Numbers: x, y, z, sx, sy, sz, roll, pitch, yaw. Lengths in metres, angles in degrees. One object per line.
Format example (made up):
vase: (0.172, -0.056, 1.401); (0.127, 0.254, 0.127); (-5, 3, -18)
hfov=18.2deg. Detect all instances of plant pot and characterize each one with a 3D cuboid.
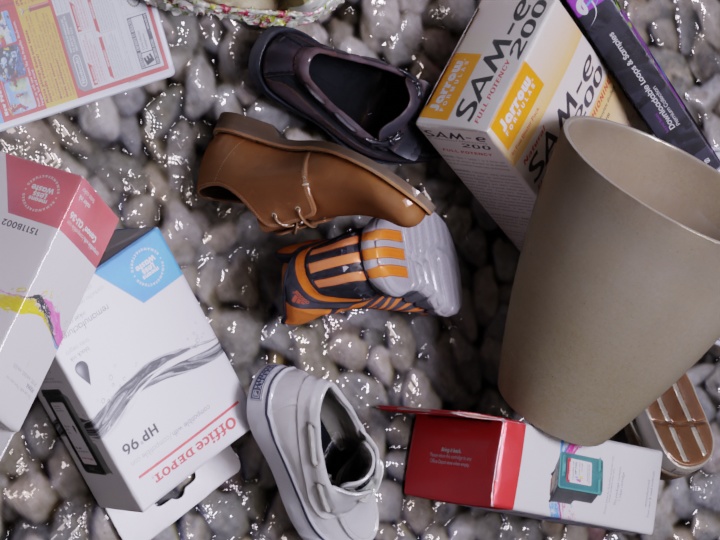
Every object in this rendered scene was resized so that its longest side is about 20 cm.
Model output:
plant pot: (0.186, 0.022, 1.642); (0.186, 0.188, 0.201); (13, 114, -33)

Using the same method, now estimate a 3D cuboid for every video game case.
video game case: (-0.230, -0.176, 1.535); (0.199, 0.017, 0.144); (-22, 101, -33)

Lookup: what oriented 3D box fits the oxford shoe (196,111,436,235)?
oxford shoe: (-0.033, -0.052, 1.567); (0.071, 0.199, 0.072); (41, 71, -48)

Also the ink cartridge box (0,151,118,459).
ink cartridge box: (-0.254, 0.025, 1.447); (0.201, 0.116, 0.068); (-67, 155, -17)

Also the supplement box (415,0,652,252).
supplement box: (0.140, -0.102, 1.717); (0.200, 0.073, 0.127); (46, 64, -44)

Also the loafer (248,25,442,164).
loafer: (0.008, -0.122, 1.656); (0.199, 0.063, 0.072); (21, 86, -39)

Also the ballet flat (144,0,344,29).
ballet flat: (-0.069, -0.206, 1.607); (0.199, 0.064, 0.076); (-9, 106, -40)

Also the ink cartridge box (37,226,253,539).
ink cartridge box: (-0.150, 0.085, 1.551); (0.116, 0.068, 0.201); (-37, 109, -29)

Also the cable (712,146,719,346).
cable: (0.305, -0.018, 1.805); (0.198, 0.069, 0.201); (8, 44, -20)

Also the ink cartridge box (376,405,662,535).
ink cartridge box: (0.116, 0.150, 1.700); (0.199, 0.116, 0.068); (13, 82, -32)

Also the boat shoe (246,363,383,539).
boat shoe: (-0.016, 0.139, 1.603); (0.072, 0.065, 0.201); (-59, 143, -35)

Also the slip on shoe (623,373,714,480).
slip on shoe: (0.227, 0.071, 1.814); (0.076, 0.061, 0.201); (-14, 78, -26)

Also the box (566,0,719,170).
box: (0.207, -0.171, 1.762); (0.036, 0.143, 0.201); (-32, 110, 8)

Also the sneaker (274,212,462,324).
sneaker: (0.000, 0.000, 1.654); (0.200, 0.111, 0.078); (20, 60, -66)
